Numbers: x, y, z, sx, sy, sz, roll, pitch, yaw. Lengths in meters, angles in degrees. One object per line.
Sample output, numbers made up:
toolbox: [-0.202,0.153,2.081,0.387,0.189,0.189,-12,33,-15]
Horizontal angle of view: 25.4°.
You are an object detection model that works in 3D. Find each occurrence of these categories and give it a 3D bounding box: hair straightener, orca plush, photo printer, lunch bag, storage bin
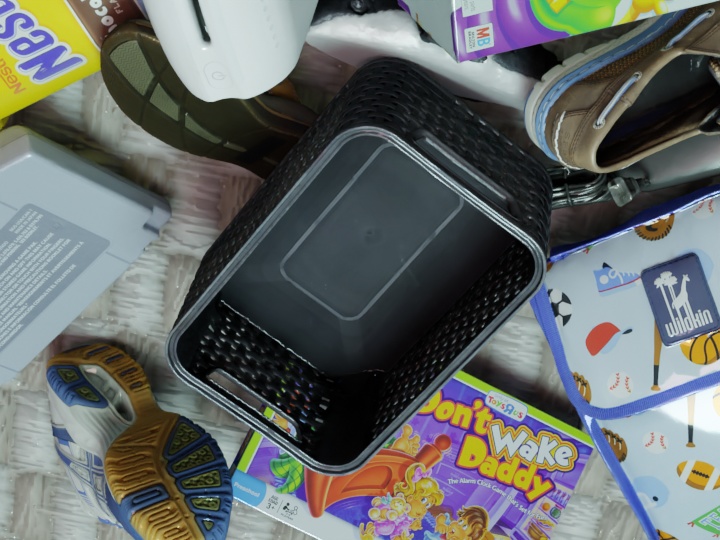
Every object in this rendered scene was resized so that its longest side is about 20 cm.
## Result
hair straightener: [0.142,-0.061,0.927,0.199,0.077,0.041,-8,99,14]
orca plush: [0.067,-0.139,0.903,0.199,0.105,0.071,12,82,-2]
photo printer: [-0.063,-0.193,0.781,0.069,0.200,0.167,-2,128,13]
lunch bag: [0.211,0.052,0.945,0.170,0.124,0.200,-22,109,17]
storage bin: [0.000,0.000,0.891,0.135,0.094,0.200,36,118,-12]

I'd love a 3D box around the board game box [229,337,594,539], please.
board game box: [0.030,0.122,1.013,0.200,0.045,0.135,26,86,-6]

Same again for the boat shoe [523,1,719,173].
boat shoe: [0.190,-0.110,0.866,0.200,0.072,0.072,-34,128,-3]

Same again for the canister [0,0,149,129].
canister: [-0.179,-0.176,0.902,0.199,0.087,0.149,-23,119,15]

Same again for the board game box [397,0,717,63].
board game box: [0.121,-0.190,0.809,0.199,0.103,0.105,-15,120,-11]

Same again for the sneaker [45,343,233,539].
sneaker: [-0.139,0.131,1.010,0.075,0.200,0.088,-10,126,-27]

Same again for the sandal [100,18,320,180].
sandal: [-0.064,-0.099,0.924,0.200,0.055,0.082,22,150,-34]

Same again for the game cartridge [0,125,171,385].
game cartridge: [-0.230,-0.003,0.993,0.200,0.041,0.133,-41,139,22]
